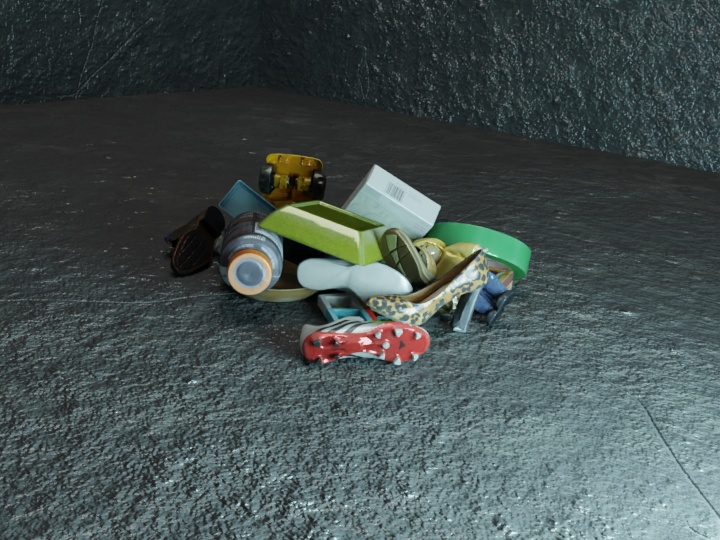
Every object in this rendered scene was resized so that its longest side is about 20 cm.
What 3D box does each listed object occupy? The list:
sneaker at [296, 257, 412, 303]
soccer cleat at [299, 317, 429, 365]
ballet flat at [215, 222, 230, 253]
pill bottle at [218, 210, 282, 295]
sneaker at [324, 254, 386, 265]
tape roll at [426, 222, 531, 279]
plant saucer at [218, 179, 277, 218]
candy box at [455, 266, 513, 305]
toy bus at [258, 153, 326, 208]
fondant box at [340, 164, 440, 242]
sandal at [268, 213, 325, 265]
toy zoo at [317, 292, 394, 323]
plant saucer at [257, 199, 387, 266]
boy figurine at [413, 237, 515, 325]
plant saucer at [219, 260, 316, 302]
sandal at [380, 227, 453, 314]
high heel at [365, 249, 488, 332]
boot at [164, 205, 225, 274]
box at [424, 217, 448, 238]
[{"bbox_3d":[-0.005,0.011,1.527,0.199,0.076,0.088,14,9,7],"label":"sneaker"},{"bbox_3d":[0.005,0.101,1.344,0.199,0.069,0.085,-4,24,-12],"label":"soccer cleat"},{"bbox_3d":[-0.242,-0.051,1.692,0.074,0.075,0.200,4,1,-3],"label":"ballet flat"},{"bbox_3d":[-0.183,-0.025,1.494,0.106,0.107,0.200,3,19,-6],"label":"pill bottle"},{"bbox_3d":[0.000,0.000,1.613,0.199,0.083,0.074,16,25,26],"label":"sneaker"},{"bbox_3d":[0.221,-0.035,1.685,0.200,0.048,0.200,15,-11,3],"label":"tape roll"},{"bbox_3d":[-0.180,-0.090,1.740,0.200,0.070,0.019,37,-17,-2],"label":"plant saucer"},{"bbox_3d":[0.171,0.020,1.642,0.199,0.056,0.115,13,20,20],"label":"candy box"},{"bbox_3d":[-0.134,-0.143,1.844,0.135,0.201,0.192,8,11,4],"label":"toy bus"},{"bbox_3d":[0.034,-0.084,1.634,0.144,0.200,0.058,31,50,-9],"label":"fondant box"},{"bbox_3d":[-0.134,-0.046,1.648,0.200,0.075,0.048,29,-9,42],"label":"sandal"},{"bbox_3d":[0.005,0.073,1.496,0.131,0.021,0.200,0,19,-15],"label":"toy zoo"},{"bbox_3d":[-0.046,-0.074,1.526,0.199,0.048,0.200,22,14,16],"label":"plant saucer"},{"bbox_3d":[0.174,0.001,1.541,0.200,0.125,0.064,40,25,15],"label":"boy figurine"},{"bbox_3d":[-0.154,0.016,1.600,0.199,0.036,0.200,4,18,-1],"label":"plant saucer"},{"bbox_3d":[0.101,-0.005,1.508,0.080,0.200,0.054,0,48,49],"label":"sandal"},{"bbox_3d":[0.111,0.018,1.439,0.199,0.143,0.071,10,16,-26],"label":"high heel"},{"bbox_3d":[-0.336,-0.042,1.713,0.097,0.075,0.200,-24,23,30],"label":"boot"},{"bbox_3d":[0.076,-0.087,1.847,0.141,0.079,0.200,18,10,28],"label":"box"}]
